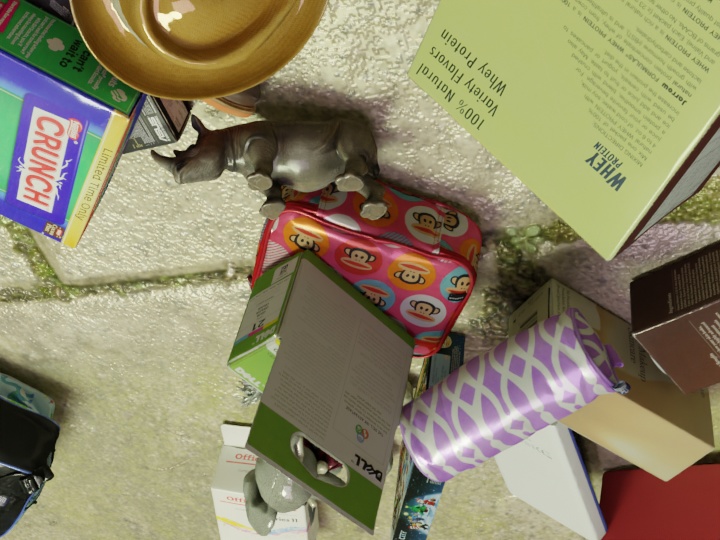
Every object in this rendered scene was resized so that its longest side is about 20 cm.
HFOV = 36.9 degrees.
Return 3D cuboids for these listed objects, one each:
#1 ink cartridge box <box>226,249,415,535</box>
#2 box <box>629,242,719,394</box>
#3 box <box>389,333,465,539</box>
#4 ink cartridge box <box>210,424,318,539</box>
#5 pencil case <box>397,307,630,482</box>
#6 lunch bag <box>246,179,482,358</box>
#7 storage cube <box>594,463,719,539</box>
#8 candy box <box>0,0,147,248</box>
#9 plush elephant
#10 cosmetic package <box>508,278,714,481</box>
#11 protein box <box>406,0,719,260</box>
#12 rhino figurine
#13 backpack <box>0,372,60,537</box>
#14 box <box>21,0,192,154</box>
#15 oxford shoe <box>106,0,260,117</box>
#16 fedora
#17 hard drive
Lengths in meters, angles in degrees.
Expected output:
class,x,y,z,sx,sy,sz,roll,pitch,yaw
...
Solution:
class,x,y,z,sx,sy,sz,roll,pitch,yaw
ink cartridge box,-0.041,0.108,0.916,0.075,0.202,0.147,-27,124,39
box,0.348,0.026,0.951,0.199,0.076,0.100,-28,124,31
box,0.068,0.180,1.116,0.037,0.138,0.202,10,135,-1
ink cartridge box,-0.114,0.276,1.300,0.115,0.068,0.202,5,135,7
pencil case,0.128,0.108,0.928,0.198,0.085,0.085,-30,158,20
lunch bag,0.000,0.000,1.000,0.197,0.083,0.177,19,139,-4
storage cube,0.363,0.329,1.164,0.178,0.202,0.172,-11,132,30
candy box,-0.285,-0.130,0.859,0.198,0.078,0.170,25,134,-12
plush elephant,-0.049,0.196,1.144,0.197,0.156,0.166,17,136,-6
cosmetic package,0.238,0.105,1.031,0.198,0.106,0.071,28,132,-18
protein box,0.170,-0.160,0.700,0.199,0.134,0.201,45,137,17
rhino figurine,-0.076,-0.091,0.900,0.197,0.088,0.060,2,138,-4
backpack,-0.451,0.213,1.254,0.181,0.148,0.201,25,131,-14
box,-0.253,-0.182,0.891,0.155,0.050,0.201,-9,131,21
oxford shoe,-0.130,-0.198,0.837,0.072,0.072,0.200,-33,133,13
fedora,-0.104,-0.201,0.762,0.198,0.082,0.203,-10,121,-17
hard drive,0.183,0.193,1.136,0.131,0.025,0.201,25,150,45
